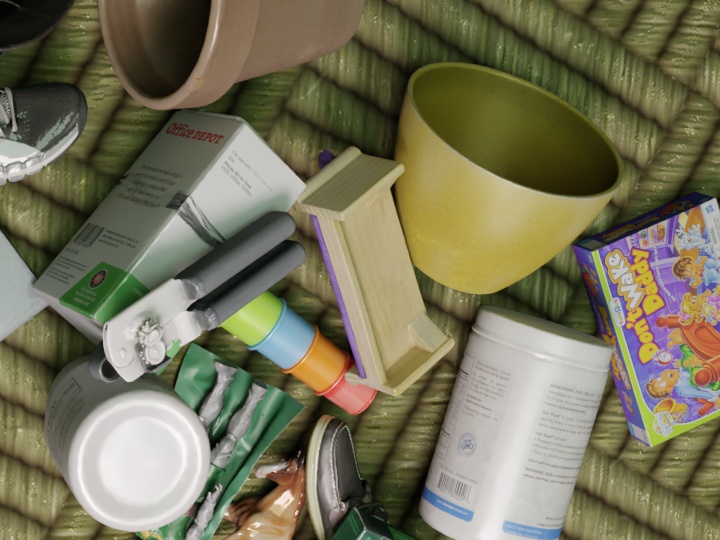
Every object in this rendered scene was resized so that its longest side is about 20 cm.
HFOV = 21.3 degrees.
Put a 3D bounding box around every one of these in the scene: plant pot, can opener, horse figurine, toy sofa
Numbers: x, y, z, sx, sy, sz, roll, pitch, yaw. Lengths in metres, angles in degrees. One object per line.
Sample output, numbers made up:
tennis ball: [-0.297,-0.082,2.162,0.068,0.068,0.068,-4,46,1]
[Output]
plant pot: [0.107,-0.066,1.653,0.199,0.201,0.143,12,123,-19]
can opener: [-0.127,0.017,1.475,0.200,0.066,0.053,-35,118,-31]
plant pot: [-0.095,-0.230,1.557,0.174,0.200,0.202,-4,101,-36]
horse figurine: [-0.097,0.266,1.703,0.132,0.050,0.201,-12,101,-9]
toy sofa: [0.000,0.000,1.626,0.083,0.097,0.201,-40,129,-32]

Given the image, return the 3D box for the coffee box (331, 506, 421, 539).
coffee box: [-0.007,0.316,1.672,0.123,0.044,0.201,29,102,-25]

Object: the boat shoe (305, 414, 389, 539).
boat shoe: [-0.004,0.224,1.703,0.066,0.072,0.202,2,108,22]

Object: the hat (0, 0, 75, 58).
hat: [-0.314,-0.198,1.503,0.199,0.201,0.081,-8,132,-16]

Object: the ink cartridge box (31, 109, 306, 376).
ink cartridge box: [-0.156,-0.027,1.564,0.084,0.146,0.200,44,77,-27]

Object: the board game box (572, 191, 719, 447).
board game box: [0.292,0.046,1.791,0.134,0.045,0.201,-23,106,-13]

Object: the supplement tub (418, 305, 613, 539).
supplement tub: [0.139,0.145,1.714,0.131,0.132,0.201,16,95,-20]

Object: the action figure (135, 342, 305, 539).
action figure: [-0.145,0.178,1.654,0.118,0.055,0.201,27,93,18]

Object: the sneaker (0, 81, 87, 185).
sneaker: [-0.319,-0.117,1.510,0.199,0.075,0.116,-22,150,-2]

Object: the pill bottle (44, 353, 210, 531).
pill bottle: [-0.198,0.132,1.565,0.114,0.200,0.115,-3,101,-17]

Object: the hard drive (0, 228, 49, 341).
hard drive: [-0.374,0.029,1.579,0.200,0.033,0.140,-38,108,-9]

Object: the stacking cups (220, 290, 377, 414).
stacking cups: [-0.067,0.057,1.668,0.200,0.060,0.061,37,87,-20]
